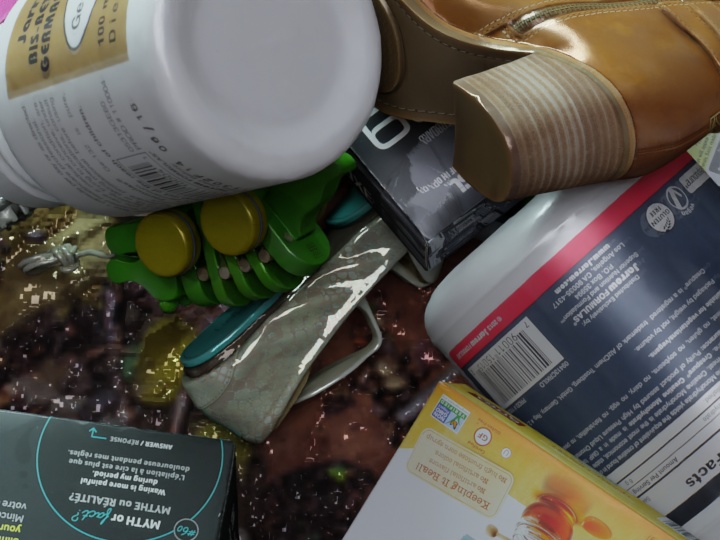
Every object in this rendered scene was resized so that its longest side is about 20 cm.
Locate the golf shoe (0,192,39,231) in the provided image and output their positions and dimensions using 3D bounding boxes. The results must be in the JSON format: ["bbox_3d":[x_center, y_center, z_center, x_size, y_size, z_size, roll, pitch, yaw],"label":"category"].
[{"bbox_3d":[-0.250,-0.019,1.020,0.200,0.078,0.097,-35,97,-15],"label":"golf shoe"}]

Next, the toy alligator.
[{"bbox_3d":[-0.076,-0.005,1.001,0.200,0.059,0.054,-17,94,35],"label":"toy alligator"}]

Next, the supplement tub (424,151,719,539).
[{"bbox_3d":[0.138,0.048,0.952,0.140,0.140,0.200,-41,86,-8],"label":"supplement tub"}]

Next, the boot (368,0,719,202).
[{"bbox_3d":[0.081,-0.111,0.924,0.155,0.077,0.200,-18,40,-23],"label":"boot"}]

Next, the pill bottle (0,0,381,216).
[{"bbox_3d":[-0.092,-0.082,0.936,0.114,0.200,0.115,5,81,-36],"label":"pill bottle"}]

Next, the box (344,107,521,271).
[{"bbox_3d":[0.058,-0.121,0.993,0.200,0.050,0.158,-36,76,-10],"label":"box"}]

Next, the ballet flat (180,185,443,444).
[{"bbox_3d":[0.000,0.000,1.029,0.200,0.067,0.062,-44,105,-5],"label":"ballet flat"}]

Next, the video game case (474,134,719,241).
[{"bbox_3d":[0.166,-0.078,1.053,0.182,0.022,0.200,21,78,8],"label":"video game case"}]

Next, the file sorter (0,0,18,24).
[{"bbox_3d":[-0.264,-0.189,1.051,0.139,0.125,0.200,-43,77,-8],"label":"file sorter"}]

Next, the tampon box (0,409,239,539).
[{"bbox_3d":[-0.139,0.177,0.922,0.150,0.126,0.200,8,61,3],"label":"tampon box"}]

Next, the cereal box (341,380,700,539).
[{"bbox_3d":[0.043,0.167,0.902,0.144,0.040,0.200,32,96,19],"label":"cereal box"}]
